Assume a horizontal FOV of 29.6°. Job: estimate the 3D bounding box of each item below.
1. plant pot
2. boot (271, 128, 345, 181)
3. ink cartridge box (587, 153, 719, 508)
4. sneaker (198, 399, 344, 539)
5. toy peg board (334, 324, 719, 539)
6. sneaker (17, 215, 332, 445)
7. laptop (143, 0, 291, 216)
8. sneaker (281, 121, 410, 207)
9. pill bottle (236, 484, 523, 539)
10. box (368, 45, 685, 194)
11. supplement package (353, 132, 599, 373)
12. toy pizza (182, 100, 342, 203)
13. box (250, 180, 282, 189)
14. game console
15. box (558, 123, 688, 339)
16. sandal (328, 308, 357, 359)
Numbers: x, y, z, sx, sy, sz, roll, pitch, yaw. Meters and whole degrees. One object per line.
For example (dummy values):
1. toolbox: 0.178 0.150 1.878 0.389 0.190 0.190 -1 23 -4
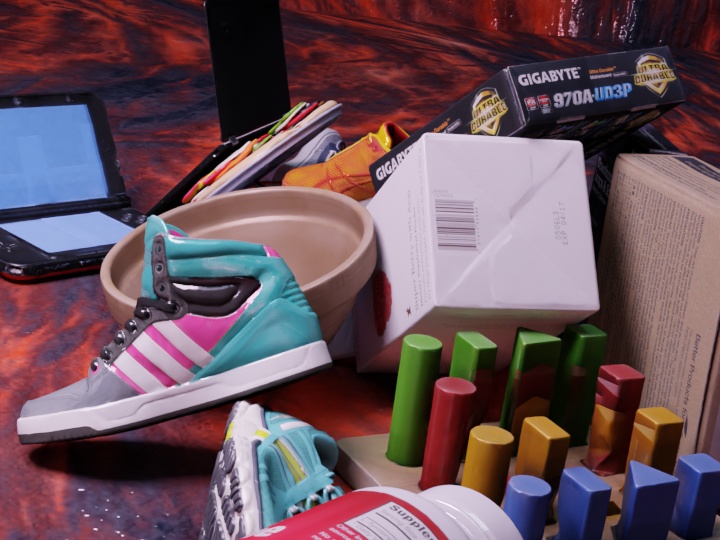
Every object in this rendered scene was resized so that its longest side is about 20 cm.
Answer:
1. plant pot: -0.081 0.021 0.989 0.198 0.094 0.202 -8 27 4
2. boot: -0.029 -0.094 1.470 0.089 0.074 0.200 16 28 10
3. ink cartridge box: 0.226 0.037 0.935 0.074 0.203 0.165 0 19 -20
4. sneaker: -0.045 0.126 0.758 0.079 0.078 0.200 16 17 -4
5. toy peg board: 0.116 0.109 0.837 0.197 0.099 0.199 -2 20 -29
6. sneaker: -0.127 0.031 0.841 0.197 0.122 0.084 -16 -6 0
7. laptop: -0.150 -0.167 1.371 0.116 0.199 0.187 51 23 0
8. sneaker: 0.013 -0.090 1.194 0.198 0.078 0.073 -2 11 37
9. pill bottle: -0.011 0.161 0.593 0.111 0.114 0.199 21 21 36
10. box: 0.120 -0.101 1.027 0.157 0.047 0.200 -12 -11 -32
11. supplement package: 0.073 -0.004 0.982 0.118 0.123 0.200 1 -17 -15
12. toy pizza: -0.102 -0.107 1.314 0.199 0.032 0.200 -36 3 2
13. box: 0.010 -0.048 1.282 0.197 0.038 0.136 -1 20 -27
14. game console: -0.269 -0.081 1.224 0.171 0.120 0.198 23 23 40
15. box: 0.204 -0.014 1.083 0.036 0.203 0.143 9 17 -6
16. sandal: 0.038 0.026 1.105 0.204 0.080 0.059 -13 -13 -16
